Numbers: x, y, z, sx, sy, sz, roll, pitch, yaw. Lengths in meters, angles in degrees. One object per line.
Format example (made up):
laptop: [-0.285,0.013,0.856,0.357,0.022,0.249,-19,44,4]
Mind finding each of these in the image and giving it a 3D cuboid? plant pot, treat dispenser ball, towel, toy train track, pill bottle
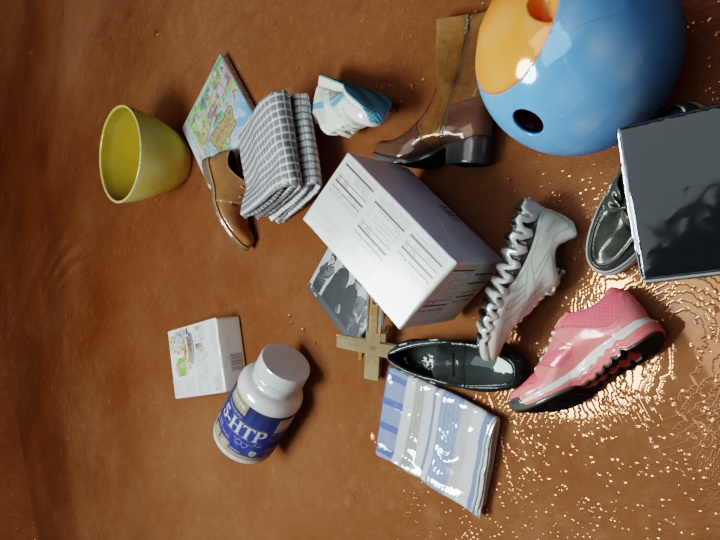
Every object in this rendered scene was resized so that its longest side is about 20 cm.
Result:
plant pot: [-0.451,-0.242,1.334,0.199,0.141,0.201,2,92,45]
treat dispenser ball: [0.217,-0.219,0.627,0.200,0.200,0.202,2,92,45]
towel: [0.102,0.235,0.875,0.199,0.024,0.148,20,107,42]
toy train track: [0.024,0.072,0.922,0.114,0.033,0.201,10,119,15]
pill bottle: [-0.168,0.229,1.081,0.120,0.119,0.201,49,123,32]
towel: [-0.146,-0.185,1.045,0.200,0.085,0.167,-27,71,56]

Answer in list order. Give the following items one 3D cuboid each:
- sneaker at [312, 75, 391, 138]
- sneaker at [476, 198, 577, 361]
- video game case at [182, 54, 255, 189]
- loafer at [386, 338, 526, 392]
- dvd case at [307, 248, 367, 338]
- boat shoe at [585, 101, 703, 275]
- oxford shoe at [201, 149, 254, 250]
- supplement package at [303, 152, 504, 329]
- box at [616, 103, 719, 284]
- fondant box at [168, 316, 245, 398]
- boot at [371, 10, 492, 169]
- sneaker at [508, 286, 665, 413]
sneaker: [-0.015,-0.237,0.935,0.200,0.076,0.081,47,127,58]
sneaker: [0.193,0.020,0.738,0.081,0.075,0.201,19,102,3]
video game case: [-0.287,-0.297,1.253,0.200,0.022,0.183,-48,59,34]
loafer: [0.122,0.126,0.822,0.200,0.070,0.069,1,92,44]
dvd case: [0.000,0.000,0.973,0.150,0.025,0.201,50,123,32]
boat shoe: [0.292,-0.085,0.657,0.069,0.056,0.201,39,117,37]
oxford shoe: [-0.238,-0.137,1.180,0.071,0.071,0.201,-23,83,16]
supplement package: [0.057,-0.038,0.801,0.200,0.155,0.111,49,115,23]
box: [0.326,-0.076,0.489,0.199,0.196,0.125,-9,94,31]
fondant box: [-0.316,0.181,1.270,0.199,0.058,0.145,-16,80,43]
boot: [0.098,-0.242,0.840,0.188,0.068,0.201,6,94,47]
sneaker: [0.246,0.095,0.713,0.200,0.073,0.087,-44,48,32]
